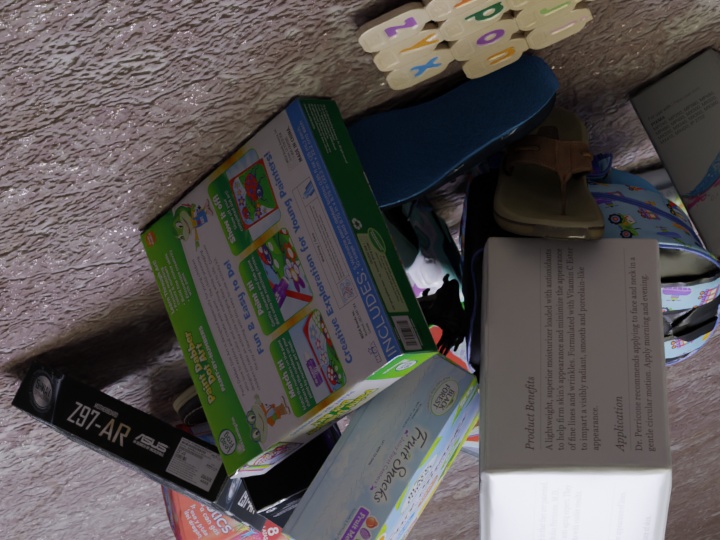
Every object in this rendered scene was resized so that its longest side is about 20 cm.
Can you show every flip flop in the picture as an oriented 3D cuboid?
[{"bbox_3d":[0.141,-0.079,1.528,0.080,0.200,0.058,6,122,3],"label":"flip flop"}]

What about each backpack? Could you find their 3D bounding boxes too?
[{"bbox_3d":[0.180,-0.002,1.628,0.198,0.135,0.183,-1,141,1],"label":"backpack"}]

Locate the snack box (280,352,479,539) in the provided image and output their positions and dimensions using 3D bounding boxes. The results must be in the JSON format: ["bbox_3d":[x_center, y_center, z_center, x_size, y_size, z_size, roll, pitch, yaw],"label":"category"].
[{"bbox_3d":[0.020,0.147,1.534,0.169,0.067,0.200,-58,169,-7],"label":"snack box"}]

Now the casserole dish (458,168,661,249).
[{"bbox_3d":[0.169,-0.048,1.736,0.199,0.039,0.121,12,137,-32],"label":"casserole dish"}]

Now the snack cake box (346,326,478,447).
[{"bbox_3d":[0.090,0.099,1.924,0.199,0.067,0.116,8,105,-33],"label":"snack cake box"}]

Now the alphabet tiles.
[{"bbox_3d":[0.095,-0.182,1.382,0.194,0.015,0.200,-24,162,8],"label":"alphabet tiles"}]

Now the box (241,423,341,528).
[{"bbox_3d":[-0.074,0.103,1.691,0.078,0.201,0.141,-24,162,1],"label":"box"}]

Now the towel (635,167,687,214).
[{"bbox_3d":[0.199,-0.028,1.892,0.199,0.048,0.171,-15,158,-21],"label":"towel"}]

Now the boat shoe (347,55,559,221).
[{"bbox_3d":[0.056,-0.084,1.510,0.199,0.085,0.069,-20,165,1],"label":"boat shoe"}]

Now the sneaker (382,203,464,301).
[{"bbox_3d":[0.000,0.000,1.706,0.139,0.078,0.200,-26,152,17],"label":"sneaker"}]

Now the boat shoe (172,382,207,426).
[{"bbox_3d":[-0.075,0.109,1.928,0.199,0.065,0.073,-21,164,-2],"label":"boat shoe"}]

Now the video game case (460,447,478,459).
[{"bbox_3d":[0.130,0.112,2.005,0.199,0.019,0.144,24,95,-35],"label":"video game case"}]

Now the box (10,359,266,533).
[{"bbox_3d":[-0.177,0.150,1.746,0.044,0.199,0.160,-64,163,-9],"label":"box"}]

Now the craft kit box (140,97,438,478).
[{"bbox_3d":[-0.056,0.015,1.465,0.197,0.201,0.048,-35,158,36],"label":"craft kit box"}]

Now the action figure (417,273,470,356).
[{"bbox_3d":[-0.015,0.018,1.564,0.199,0.103,0.119,27,161,-30],"label":"action figure"}]

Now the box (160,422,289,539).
[{"bbox_3d":[-0.131,0.199,1.931,0.102,0.095,0.200,-12,-172,-9],"label":"box"}]

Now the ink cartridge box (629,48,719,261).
[{"bbox_3d":[0.314,-0.064,1.673,0.083,0.201,0.145,-32,160,21],"label":"ink cartridge box"}]

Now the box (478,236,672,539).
[{"bbox_3d":[0.150,0.113,1.501,0.129,0.200,0.201,1,143,4],"label":"box"}]

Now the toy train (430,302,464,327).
[{"bbox_3d":[0.059,0.021,1.800,0.198,0.057,0.042,-12,171,8],"label":"toy train"}]
